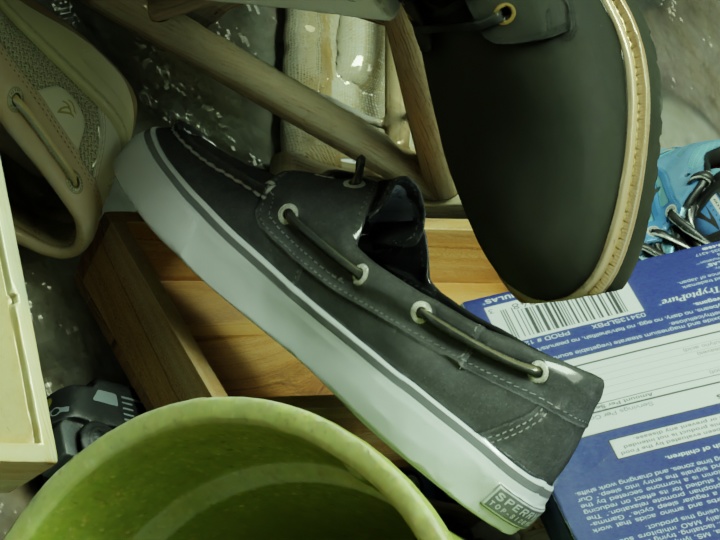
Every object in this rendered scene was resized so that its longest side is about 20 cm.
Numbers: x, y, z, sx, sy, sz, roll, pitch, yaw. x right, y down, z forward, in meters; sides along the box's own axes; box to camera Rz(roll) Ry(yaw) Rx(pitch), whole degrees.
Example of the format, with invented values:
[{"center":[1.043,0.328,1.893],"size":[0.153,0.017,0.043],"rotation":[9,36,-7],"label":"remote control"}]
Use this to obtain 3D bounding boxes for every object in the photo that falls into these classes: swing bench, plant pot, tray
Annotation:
[{"center":[-0.001,-0.147,0.958],"size":[0.200,0.129,0.200],"rotation":[46,37,-51],"label":"swing bench"},{"center":[0.005,0.153,0.776],"size":[0.184,0.200,0.201],"rotation":[20,55,-52],"label":"plant pot"},{"center":[0.005,0.025,0.897],"size":[0.199,0.037,0.099],"rotation":[0,43,-37],"label":"tray"}]

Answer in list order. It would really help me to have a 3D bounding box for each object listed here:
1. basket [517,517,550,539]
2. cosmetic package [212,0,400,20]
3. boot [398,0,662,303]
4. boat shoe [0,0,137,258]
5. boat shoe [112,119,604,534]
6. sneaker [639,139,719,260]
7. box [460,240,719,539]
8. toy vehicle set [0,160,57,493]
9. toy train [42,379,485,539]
[{"center":[0.156,0.114,0.939],"size":[0.124,0.135,0.200],"rotation":[66,18,9],"label":"basket"},{"center":[-0.065,-0.204,0.816],"size":[0.123,0.199,0.200],"rotation":[51,53,-53],"label":"cosmetic package"},{"center":[0.016,-0.086,0.715],"size":[0.138,0.077,0.201],"rotation":[-7,86,-56],"label":"boot"},{"center":[-0.155,-0.076,0.810],"size":[0.200,0.072,0.065],"rotation":[39,44,-32],"label":"boat shoe"},{"center":[0.000,0.000,0.802],"size":[0.200,0.066,0.070],"rotation":[42,7,36],"label":"boat shoe"},{"center":[0.122,-0.013,1.046],"size":[0.200,0.090,0.079],"rotation":[-39,98,-44],"label":"sneaker"},{"center":[0.114,0.060,0.796],"size":[0.200,0.121,0.033],"rotation":[-113,-168,-58],"label":"box"},{"center":[-0.175,-0.006,0.650],"size":[0.199,0.026,0.125],"rotation":[7,63,-44],"label":"toy vehicle set"},{"center":[-0.031,0.075,0.886],"size":[0.199,0.034,0.046],"rotation":[19,44,-38],"label":"toy train"}]
